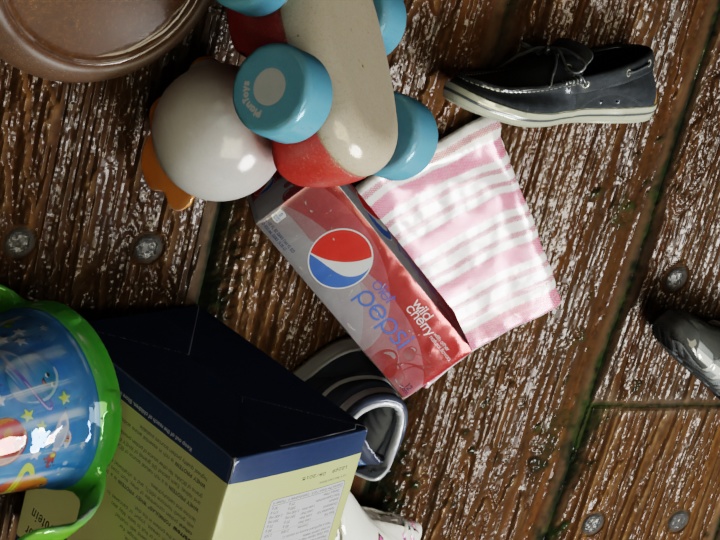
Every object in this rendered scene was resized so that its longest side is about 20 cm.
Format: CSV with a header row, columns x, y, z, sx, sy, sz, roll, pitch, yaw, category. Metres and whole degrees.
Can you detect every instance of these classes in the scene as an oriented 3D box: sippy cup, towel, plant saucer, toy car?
x,y,z,sx,sy,sz,roll,pitch,yaw,category
-0.256,0.098,1.320,0.130,0.177,0.140,-13,126,-47,sippy cup
0.076,-0.015,1.530,0.146,0.030,0.201,-31,126,-11,towel
-0.174,-0.214,1.283,0.199,0.034,0.201,-13,121,-22,plant saucer
-0.082,-0.123,1.328,0.199,0.178,0.184,-21,164,25,toy car

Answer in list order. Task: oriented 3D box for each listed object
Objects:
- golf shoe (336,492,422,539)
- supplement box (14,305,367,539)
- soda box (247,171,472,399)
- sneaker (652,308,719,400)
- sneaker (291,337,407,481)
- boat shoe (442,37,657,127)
x,y,z,sx,sy,sz,roll,pitch,yaw,category
0.003,0.223,1.600,0.092,0.073,0.201,-37,140,-13,golf shoe
-0.129,0.164,1.396,0.134,0.200,0.201,-7,121,-46,supplement box
0.000,0.000,1.450,0.070,0.064,0.200,-35,119,7,soda box
0.337,0.053,1.689,0.116,0.075,0.200,-51,138,0,sneaker
-0.050,0.146,1.502,0.200,0.109,0.070,-42,127,-1,sneaker
0.148,-0.147,1.470,0.199,0.075,0.063,-5,114,-32,boat shoe
